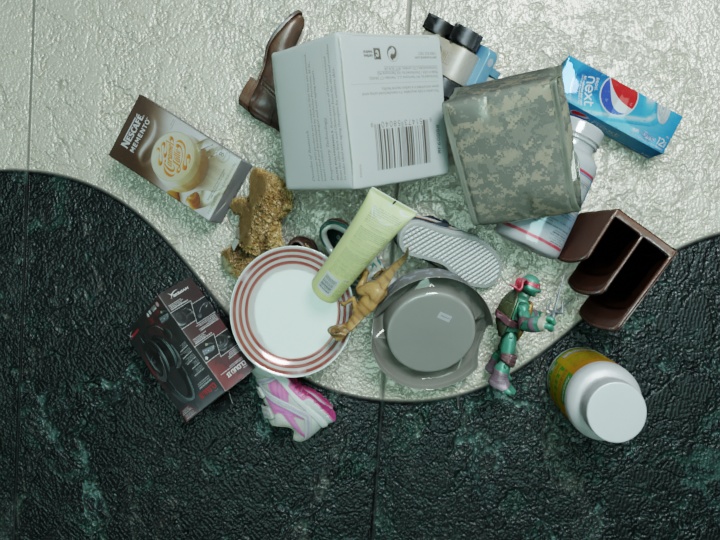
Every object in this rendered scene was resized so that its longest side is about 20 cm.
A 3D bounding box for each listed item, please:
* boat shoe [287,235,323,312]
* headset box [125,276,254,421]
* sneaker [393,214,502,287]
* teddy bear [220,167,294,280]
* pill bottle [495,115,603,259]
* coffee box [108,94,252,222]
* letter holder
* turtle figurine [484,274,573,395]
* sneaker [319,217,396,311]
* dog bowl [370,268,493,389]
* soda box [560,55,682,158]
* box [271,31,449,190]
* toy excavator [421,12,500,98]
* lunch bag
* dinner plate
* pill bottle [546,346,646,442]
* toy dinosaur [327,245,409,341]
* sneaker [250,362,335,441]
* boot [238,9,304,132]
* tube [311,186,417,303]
[{"bbox_3d":[-0.078,0.043,1.072,0.069,0.070,0.205,-21,92,4],"label":"boat shoe"},{"bbox_3d":[-0.273,0.138,1.057,0.148,0.077,0.202,-36,88,41],"label":"headset box"},{"bbox_3d":[0.138,-0.039,1.051,0.196,0.080,0.080,24,101,-22],"label":"sneaker"},{"bbox_3d":[-0.166,-0.063,1.062,0.143,0.066,0.206,21,101,45],"label":"teddy bear"},{"bbox_3d":[0.297,-0.130,1.011,0.107,0.109,0.204,24,94,3],"label":"pill bottle"},{"bbox_3d":[-0.294,-0.181,1.072,0.197,0.080,0.116,31,95,2],"label":"coffee box"},{"bbox_3d":[0.350,-0.001,0.967,0.100,0.200,0.144,34,96,2],"label":"letter holder"},{"bbox_3d":[0.255,0.083,1.014,0.099,0.149,0.204,26,105,19],"label":"turtle figurine"},{"bbox_3d":[0.000,-0.001,1.050,0.070,0.093,0.201,-39,89,6],"label":"sneaker"},{"bbox_3d":[0.109,0.088,1.031,0.194,0.059,0.205,-2,117,-3],"label":"dog bowl"},{"bbox_3d":[0.390,-0.253,1.016,0.197,0.068,0.065,29,95,3],"label":"soda box"},{"bbox_3d":[0.001,-0.228,0.949,0.196,0.169,0.206,-15,103,-38],"label":"box"},{"bbox_3d":[0.192,-0.300,1.019,0.194,0.197,0.102,42,113,40],"label":"toy excavator"},{"bbox_3d":[0.221,-0.166,0.925,0.160,0.118,0.205,-6,113,25],"label":"lunch bag"},{"bbox_3d":[-0.106,0.064,1.022,0.194,0.024,0.206,0,91,-5],"label":"dinner plate"},{"bbox_3d":[0.353,0.186,0.976,0.108,0.200,0.115,0,93,5],"label":"pill bottle"},{"bbox_3d":[0.026,0.026,0.970,0.060,0.107,0.201,28,114,-21],"label":"toy dinosaur"},{"bbox_3d":[-0.137,0.208,1.079,0.199,0.081,0.089,43,94,2],"label":"sneaker"},{"bbox_3d":[-0.077,-0.286,1.056,0.198,0.064,0.188,37,108,6],"label":"boot"},{"bbox_3d":[-0.003,-0.033,0.939,0.052,0.057,0.201,54,129,19],"label":"tube"}]
